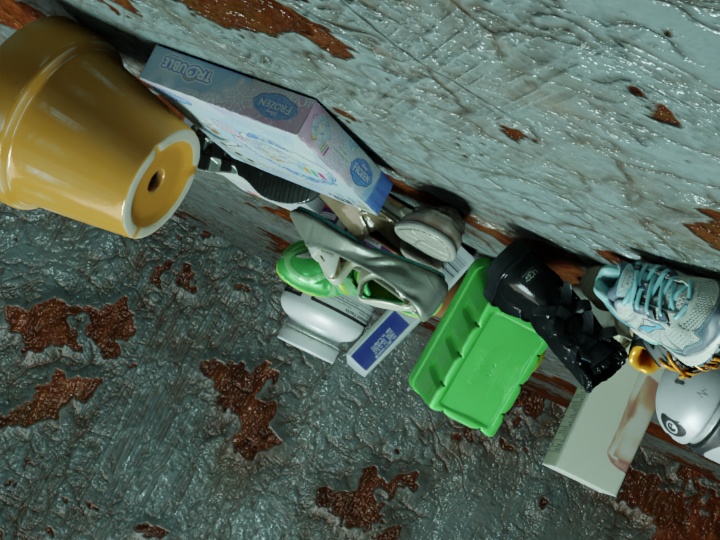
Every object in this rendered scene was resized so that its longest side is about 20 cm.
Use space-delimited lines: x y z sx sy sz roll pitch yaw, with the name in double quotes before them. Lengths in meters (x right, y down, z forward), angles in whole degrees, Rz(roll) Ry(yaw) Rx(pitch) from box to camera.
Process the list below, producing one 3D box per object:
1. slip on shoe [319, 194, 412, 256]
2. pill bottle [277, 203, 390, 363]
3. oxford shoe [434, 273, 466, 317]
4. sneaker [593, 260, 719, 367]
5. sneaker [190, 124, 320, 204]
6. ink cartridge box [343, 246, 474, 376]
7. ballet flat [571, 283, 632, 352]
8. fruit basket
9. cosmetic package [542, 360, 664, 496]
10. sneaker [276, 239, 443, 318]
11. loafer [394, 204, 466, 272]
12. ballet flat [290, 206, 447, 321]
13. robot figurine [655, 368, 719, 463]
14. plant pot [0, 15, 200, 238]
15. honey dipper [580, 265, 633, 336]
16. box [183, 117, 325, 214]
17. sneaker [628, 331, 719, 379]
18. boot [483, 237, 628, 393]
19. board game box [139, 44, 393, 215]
"slip on shoe" 0.005 -0.064 1.566 0.200 0.061 0.076 28 175 -21
"pill bottle" -0.025 0.008 1.661 0.112 0.200 0.112 26 175 2
"oxford shoe" 0.161 0.049 1.884 0.200 0.071 0.071 17 -170 -35
"sneaker" 0.266 0.031 1.200 0.086 0.078 0.200 30 174 -12
"sneaker" -0.102 -0.122 1.523 0.200 0.074 0.088 25 -172 37
"ink cartridge box" 0.060 0.053 1.734 0.041 0.200 0.200 43 176 2
"ballet flat" 0.288 0.071 1.556 0.067 0.064 0.200 21 174 41
"fruit basket" 0.169 0.092 1.711 0.155 0.216 0.216 26 175 -7
"cosmetic package" 0.312 0.171 1.676 0.087 0.200 0.103 27 175 0
"sneaker" 0.000 0.000 1.547 0.200 0.074 0.084 12 168 11
"loafer" 0.079 -0.046 1.443 0.072 0.063 0.200 30 172 4
"ballet flat" -0.002 -0.004 1.462 0.200 0.064 0.067 26 173 18
"robot figurine" 0.416 0.157 1.446 0.200 0.125 0.150 25 137 -1
"plant pot" -0.272 -0.130 1.372 0.183 0.200 0.200 30 176 16
"honey dipper" 0.277 0.039 1.436 0.038 0.038 0.200 23 175 28
"box" -0.123 -0.123 1.713 0.156 0.041 0.200 23 173 27
"sneaker" 0.323 0.069 1.300 0.078 0.077 0.200 28 173 -11
"boot" 0.207 0.054 1.419 0.162 0.073 0.198 48 178 13
"board game box" -0.090 -0.139 1.349 0.200 0.043 0.199 23 172 29
